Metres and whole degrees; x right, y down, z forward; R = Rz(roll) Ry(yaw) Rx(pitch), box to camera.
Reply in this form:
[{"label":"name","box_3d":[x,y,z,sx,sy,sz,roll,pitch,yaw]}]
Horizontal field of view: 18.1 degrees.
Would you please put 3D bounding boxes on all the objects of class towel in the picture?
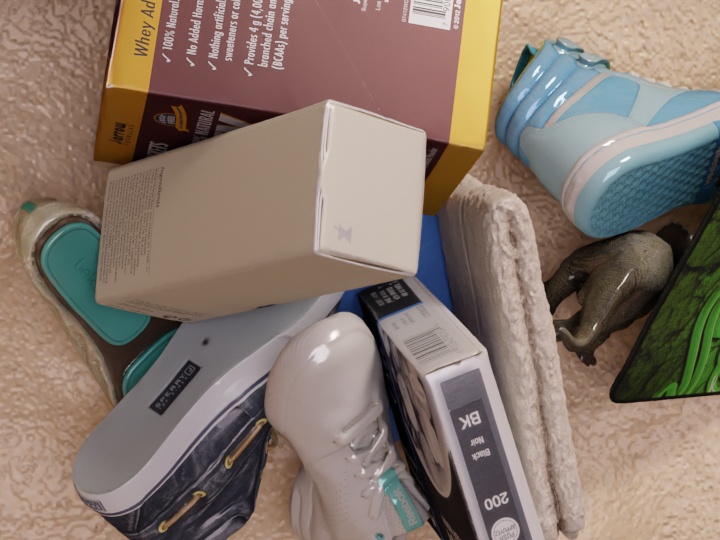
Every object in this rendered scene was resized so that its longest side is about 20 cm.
[{"label":"towel","box_3d":[0.084,0.047,1.271,0.034,0.133,0.201,-12,100,-10]}]

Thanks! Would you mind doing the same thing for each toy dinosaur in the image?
[{"label":"toy dinosaur","box_3d":[0.146,0.007,1.311,0.102,0.200,0.077,-38,72,17]}]

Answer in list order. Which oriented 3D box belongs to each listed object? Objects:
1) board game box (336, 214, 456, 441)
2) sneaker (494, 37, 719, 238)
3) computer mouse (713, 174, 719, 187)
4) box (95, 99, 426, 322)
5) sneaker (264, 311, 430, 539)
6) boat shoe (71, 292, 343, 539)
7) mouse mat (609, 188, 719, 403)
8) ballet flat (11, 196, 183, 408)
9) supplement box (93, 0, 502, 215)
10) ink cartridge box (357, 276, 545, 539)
[{"label":"board game box","box_3d":[0.000,0.000,1.333,0.158,0.039,0.200,-29,104,-11]},{"label":"sneaker","box_3d":[0.165,-0.098,1.335,0.200,0.131,0.080,-15,138,-40]},{"label":"computer mouse","box_3d":[0.277,-0.086,1.324,0.053,0.200,0.139,46,111,31]},{"label":"box","box_3d":[-0.056,-0.026,1.179,0.068,0.200,0.082,14,75,-37]},{"label":"sneaker","box_3d":[0.003,0.106,1.253,0.075,0.200,0.088,-33,54,-20]},{"label":"boat shoe","box_3d":[-0.070,0.074,1.277,0.200,0.071,0.091,-46,134,-10]},{"label":"mouse mat","box_3d":[0.235,-0.005,1.304,0.161,0.008,0.200,-2,128,-43]},{"label":"ballet flat","box_3d":[-0.134,0.034,1.296,0.067,0.062,0.200,-37,122,-15]},{"label":"supplement box","box_3d":[-0.031,-0.154,1.239,0.199,0.133,0.198,9,75,-7]},{"label":"ink cartridge box","box_3d":[0.059,0.117,1.240,0.043,0.198,0.201,-20,104,-6]}]
